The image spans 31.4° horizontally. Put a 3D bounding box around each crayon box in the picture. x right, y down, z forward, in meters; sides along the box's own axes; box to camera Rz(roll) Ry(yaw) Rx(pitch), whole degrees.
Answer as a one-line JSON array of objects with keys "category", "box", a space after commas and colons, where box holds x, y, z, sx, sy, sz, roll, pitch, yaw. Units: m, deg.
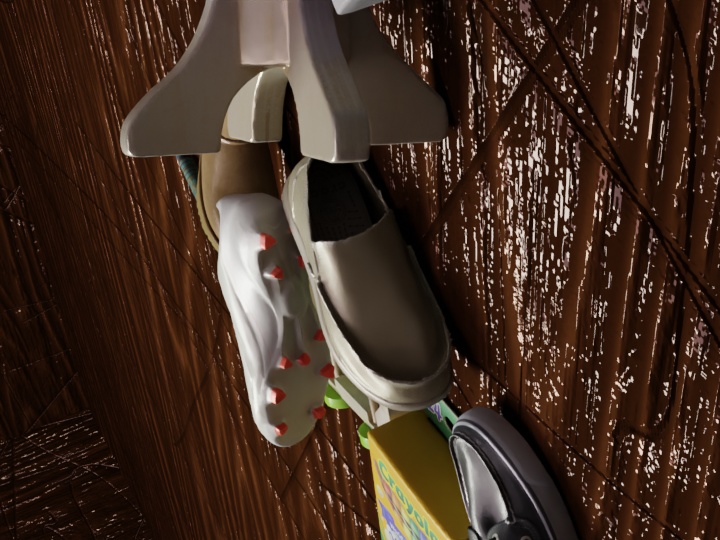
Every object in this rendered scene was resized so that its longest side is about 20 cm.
[{"category": "crayon box", "box": [0.060, 0.192, 0.930, 0.126, 0.051, 0.201, 48, 153, 46]}]

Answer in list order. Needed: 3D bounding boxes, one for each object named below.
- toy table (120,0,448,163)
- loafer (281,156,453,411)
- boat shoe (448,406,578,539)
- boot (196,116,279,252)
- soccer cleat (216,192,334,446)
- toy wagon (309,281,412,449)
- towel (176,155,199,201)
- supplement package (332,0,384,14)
[{"category": "toy table", "box": [-0.039, -0.123, 0.686, 0.200, 0.183, 0.118, -136, 44, -76]}, {"category": "loafer", "box": [0.000, 0.000, 0.845, 0.201, 0.075, 0.068, 61, 166, 23]}, {"category": "boat shoe", "box": [0.100, 0.182, 0.786, 0.201, 0.056, 0.069, 65, 152, 7]}, {"category": "boot", "box": [-0.087, -0.115, 0.950, 0.200, 0.066, 0.176, 120, 137, -67]}, {"category": "soccer cleat", "box": [-0.067, 0.035, 0.958, 0.077, 0.069, 0.201, 23, 126, 48]}, {"category": "toy wagon", "box": [-0.019, 0.042, 1.006, 0.200, 0.039, 0.156, 41, 148, 56]}, {"category": "towel", "box": [-0.112, -0.018, 1.172, 0.201, 0.022, 0.147, 63, 179, 19]}, {"category": "supplement package", "box": [0.022, -0.219, 0.464, 0.201, 0.121, 0.120, 68, 162, 0]}]
